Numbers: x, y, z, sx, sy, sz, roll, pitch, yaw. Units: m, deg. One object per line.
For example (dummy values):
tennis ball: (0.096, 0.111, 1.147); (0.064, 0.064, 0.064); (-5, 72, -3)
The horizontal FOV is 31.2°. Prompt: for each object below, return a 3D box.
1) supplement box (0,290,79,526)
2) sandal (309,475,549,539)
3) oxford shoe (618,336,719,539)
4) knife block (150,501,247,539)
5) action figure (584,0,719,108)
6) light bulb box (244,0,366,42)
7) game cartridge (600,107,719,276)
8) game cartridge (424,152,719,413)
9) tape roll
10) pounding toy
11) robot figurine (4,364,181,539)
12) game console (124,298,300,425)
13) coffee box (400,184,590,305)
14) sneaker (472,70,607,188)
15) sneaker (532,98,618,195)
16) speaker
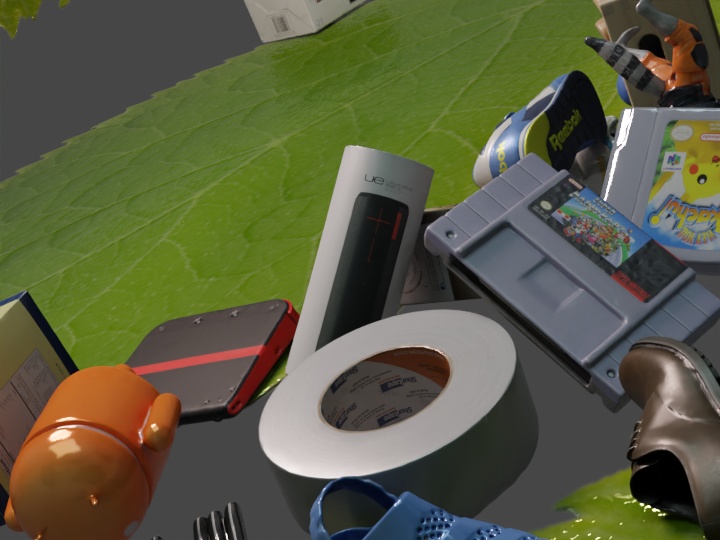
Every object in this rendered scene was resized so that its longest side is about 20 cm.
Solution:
supplement box: (-0.395, 0.151, 1.215); (0.198, 0.135, 0.200); (-22, 20, 24)
sandal: (0.037, 0.174, 0.784); (0.198, 0.088, 0.079); (-4, 27, 39)
oxford shoe: (0.195, 0.101, 0.803); (0.084, 0.073, 0.200); (-26, 21, 0)
knife block: (-0.080, 0.221, 0.827); (0.198, 0.065, 0.176); (-6, 28, 39)
action figure: (0.280, -0.136, 1.148); (0.104, 0.195, 0.200); (-25, -11, -20)
light bulb box: (-0.104, -0.578, 2.658); (0.199, 0.126, 0.197); (-37, 24, -32)
game cartridge: (0.284, -0.064, 1.035); (0.198, 0.040, 0.135); (6, 80, 41)
game cartridge: (0.161, 0.001, 0.972); (0.129, 0.039, 0.200); (-37, 63, -23)
tape roll: (0.028, 0.111, 0.945); (0.198, 0.067, 0.201); (-17, 27, 9)
pounding toy: (0.301, -0.266, 1.375); (0.141, 0.202, 0.185); (-17, 22, 19)
robot figurine: (-0.221, 0.158, 1.063); (0.142, 0.118, 0.200); (6, 24, 1)
game console: (-0.164, 0.099, 1.268); (0.198, 0.031, 0.177); (-12, 30, 31)
coffee box: (0.097, -0.020, 1.138); (0.198, 0.081, 0.112); (-7, 5, 37)
sneaker: (0.168, -0.127, 1.194); (0.082, 0.075, 0.200); (-22, 10, 38)
sneaker: (0.226, -0.129, 1.323); (0.080, 0.077, 0.201); (-16, 29, 1)
speaker: (0.000, 0.000, 1.078); (0.080, 0.203, 0.081); (16, -2, 1)
